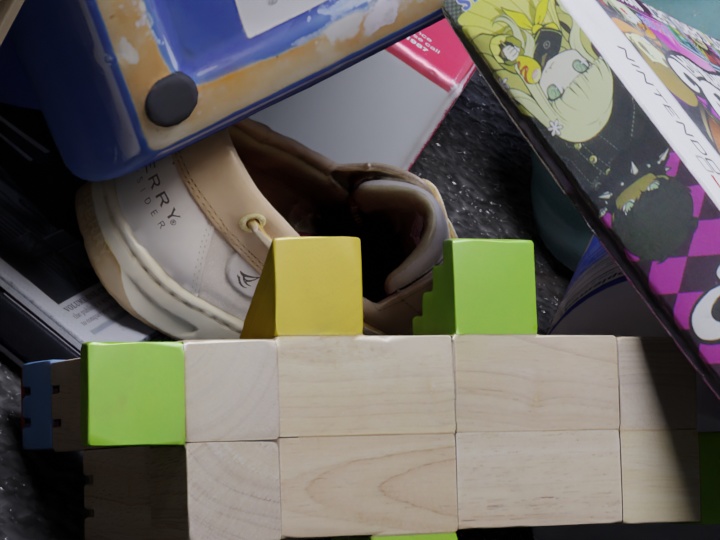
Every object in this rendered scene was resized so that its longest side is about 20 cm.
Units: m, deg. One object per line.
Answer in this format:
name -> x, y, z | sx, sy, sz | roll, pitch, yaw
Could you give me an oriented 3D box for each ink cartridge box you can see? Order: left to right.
ink cartridge box -> -0.021, -0.110, 0.962 | 0.145, 0.084, 0.200 | 33, 25, 0

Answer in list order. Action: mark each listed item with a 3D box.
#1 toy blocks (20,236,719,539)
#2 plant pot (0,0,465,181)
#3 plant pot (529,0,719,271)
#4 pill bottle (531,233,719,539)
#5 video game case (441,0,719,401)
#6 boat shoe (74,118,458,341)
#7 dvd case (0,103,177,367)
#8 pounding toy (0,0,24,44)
toy blocks -> -0.005, 0.047, 0.690 | 0.199, 0.101, 0.137 | 0, -5, -26
plant pot -> -0.055, -0.154, 0.720 | 0.199, 0.201, 0.180 | -27, 40, -13
plant pot -> 0.156, -0.096, 0.987 | 0.199, 0.135, 0.201 | -11, 31, 7
pill bottle -> 0.116, 0.041, 0.843 | 0.112, 0.112, 0.200 | 33, 25, 0
video game case -> 0.128, -0.005, 0.735 | 0.200, 0.036, 0.182 | 14, 37, -57
boat shoe -> 0.000, 0.000, 0.798 | 0.200, 0.069, 0.074 | 19, 43, -49
dvd case -> -0.129, -0.044, 0.810 | 0.200, 0.025, 0.150 | 39, 26, 9
pounding toy -> -0.183, -0.044, 0.563 | 0.142, 0.184, 0.200 | 32, 26, -2
